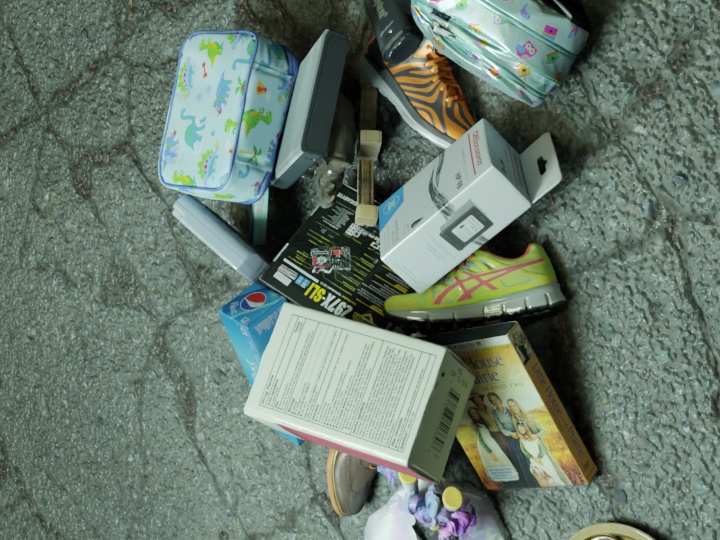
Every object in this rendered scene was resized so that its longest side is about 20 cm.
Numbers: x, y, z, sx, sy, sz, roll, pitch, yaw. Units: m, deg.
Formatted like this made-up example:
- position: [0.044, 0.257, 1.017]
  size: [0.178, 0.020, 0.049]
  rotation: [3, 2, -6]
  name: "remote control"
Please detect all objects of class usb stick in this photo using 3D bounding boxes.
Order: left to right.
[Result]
- position: [0.031, -0.303, 1.396]
  size: [0.055, 0.033, 0.201]
  rotation: [-39, 38, 22]
  name: "usb stick"

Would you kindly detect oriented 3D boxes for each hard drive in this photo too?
- position: [-0.062, -0.179, 1.416]
  size: [0.200, 0.033, 0.141]
  rotation: [155, 127, -74]
  name: "hard drive"

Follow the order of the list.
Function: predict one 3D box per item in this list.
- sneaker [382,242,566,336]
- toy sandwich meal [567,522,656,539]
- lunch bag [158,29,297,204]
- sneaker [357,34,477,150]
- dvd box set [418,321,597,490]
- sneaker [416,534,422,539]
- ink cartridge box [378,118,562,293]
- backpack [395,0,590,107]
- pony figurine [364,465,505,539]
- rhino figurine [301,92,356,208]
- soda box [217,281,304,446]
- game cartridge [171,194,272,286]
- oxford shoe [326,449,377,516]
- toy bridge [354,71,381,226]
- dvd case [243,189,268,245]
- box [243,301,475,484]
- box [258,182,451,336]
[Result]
- position: [0.120, 0.018, 1.355]
  size: [0.198, 0.078, 0.091]
  rotation: [-9, 76, 4]
  name: "sneaker"
- position: [0.272, 0.365, 1.295]
  size: [0.204, 0.070, 0.207]
  rotation: [8, 102, 43]
  name: "toy sandwich meal"
- position: [-0.163, -0.185, 1.472]
  size: [0.160, 0.082, 0.202]
  rotation: [8, 86, 44]
  name: "lunch bag"
- position: [0.088, -0.220, 1.385]
  size: [0.200, 0.077, 0.112]
  rotation: [45, 116, 20]
  name: "sneaker"
- position: [0.154, 0.152, 1.347]
  size: [0.146, 0.029, 0.201]
  rotation: [-12, 115, 44]
  name: "dvd box set"
- position: [0.038, 0.427, 1.524]
  size: [0.146, 0.080, 0.201]
  rotation: [-34, 78, 37]
  name: "sneaker"
- position: [0.112, -0.082, 1.315]
  size: [0.200, 0.067, 0.116]
  rotation: [-40, 24, 22]
  name: "ink cartridge box"
- position: [0.139, -0.264, 1.279]
  size: [0.200, 0.167, 0.127]
  rotation: [37, 111, 16]
  name: "backpack"
- position: [0.077, 0.257, 1.401]
  size: [0.200, 0.165, 0.194]
  rotation: [89, 172, -67]
  name: "pony figurine"
- position: [-0.036, -0.142, 1.472]
  size: [0.201, 0.059, 0.088]
  rotation: [-92, 24, -54]
  name: "rhino figurine"
- position: [-0.102, 0.116, 1.520]
  size: [0.068, 0.064, 0.201]
  rotation: [25, 143, 46]
  name: "soda box"
- position: [-0.165, -0.032, 1.577]
  size: [0.133, 0.200, 0.042]
  rotation: [37, 88, 7]
  name: "game cartridge"
- position: [0.011, 0.222, 1.530]
  size: [0.073, 0.071, 0.201]
  rotation: [22, 111, 34]
  name: "oxford shoe"
- position: [0.009, -0.149, 1.473]
  size: [0.067, 0.027, 0.202]
  rotation: [105, 167, -75]
  name: "toy bridge"
- position: [-0.146, -0.154, 1.579]
  size: [0.146, 0.022, 0.201]
  rotation: [102, 155, -62]
  name: "dvd case"
- position: [0.001, 0.129, 1.300]
  size: [0.199, 0.109, 0.129]
  rotation: [15, 77, 27]
  name: "box"
- position: [0.000, 0.000, 1.459]
  size: [0.199, 0.049, 0.160]
  rotation: [30, 78, 36]
  name: "box"
